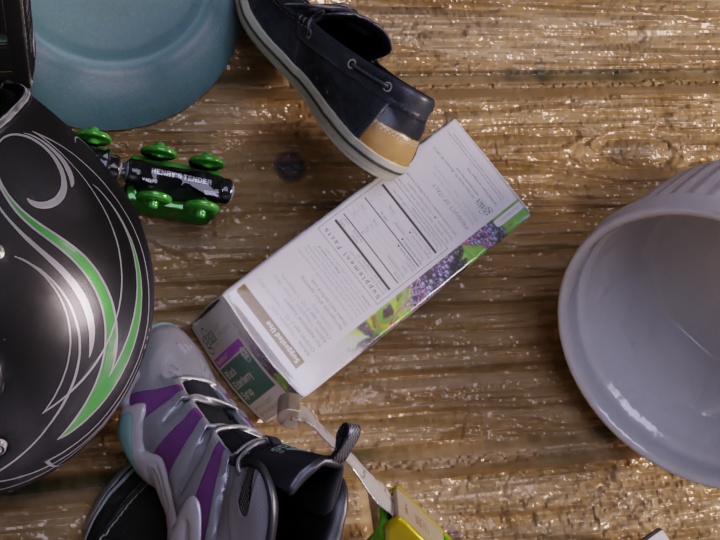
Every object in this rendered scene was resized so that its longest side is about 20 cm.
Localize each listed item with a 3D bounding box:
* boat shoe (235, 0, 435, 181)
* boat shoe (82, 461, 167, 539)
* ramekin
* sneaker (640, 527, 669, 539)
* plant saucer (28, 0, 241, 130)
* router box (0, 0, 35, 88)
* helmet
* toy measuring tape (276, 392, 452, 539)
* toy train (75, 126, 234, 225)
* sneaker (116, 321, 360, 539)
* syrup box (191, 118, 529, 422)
[{"bbox_3d":[-0.015,-0.135,1.055,0.074,0.062,0.200,20,25,-44],"label":"boat shoe"},{"bbox_3d":[-0.132,0.187,0.949,0.070,0.064,0.201,26,65,-11],"label":"boat shoe"},{"bbox_3d":[0.234,0.027,1.065,0.200,0.200,0.105,49,45,0],"label":"ramekin"},{"bbox_3d":[0.148,0.257,1.024,0.200,0.084,0.121,-34,77,-27],"label":"sneaker"},{"bbox_3d":[-0.165,-0.188,1.073,0.199,0.036,0.201,6,72,-18],"label":"plant saucer"},{"bbox_3d":[-0.281,-0.153,0.937,0.199,0.150,0.063,-3,75,-10],"label":"router box"},{"bbox_3d":[-0.204,0.018,0.909,0.200,0.200,0.192,-34,114,-26],"label":"helmet"},{"bbox_3d":[0.003,0.159,0.995,0.200,0.073,0.074,46,63,-17],"label":"toy measuring tape"},{"bbox_3d":[-0.174,-0.063,1.018,0.199,0.056,0.042,11,74,-17],"label":"toy train"},{"bbox_3d":[-0.056,0.100,0.924,0.077,0.140,0.201,5,60,-48],"label":"sneaker"},{"bbox_3d":[0.000,0.000,1.050,0.200,0.079,0.082,-39,89,-26],"label":"syrup box"}]
